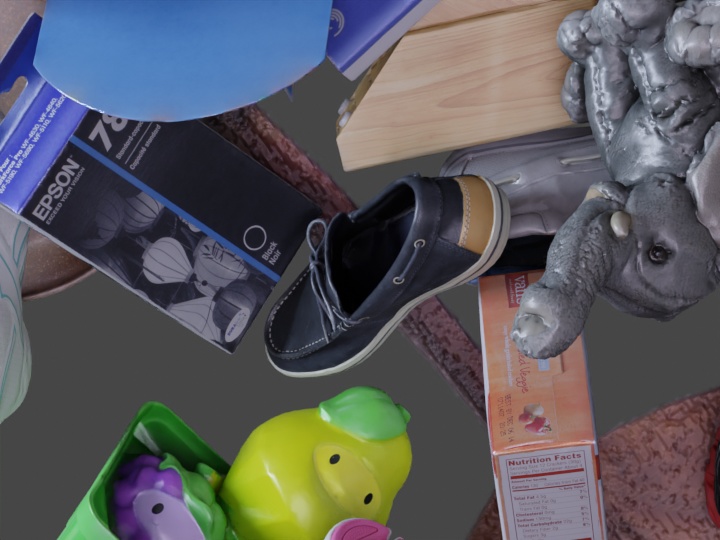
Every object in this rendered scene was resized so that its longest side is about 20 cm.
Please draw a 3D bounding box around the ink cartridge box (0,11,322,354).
[{"bbox_3d":[-0.122,-0.045,1.496,0.200,0.039,0.100,34,87,-30],"label":"ink cartridge box"}]

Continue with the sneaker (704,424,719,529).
[{"bbox_3d":[0.237,0.065,1.539,0.071,0.098,0.201,7,101,0],"label":"sneaker"}]

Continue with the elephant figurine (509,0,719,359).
[{"bbox_3d":[0.157,-0.032,1.408,0.155,0.142,0.201,0,71,6],"label":"elephant figurine"}]

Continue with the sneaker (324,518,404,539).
[{"bbox_3d":[0.031,0.221,1.475,0.200,0.074,0.087,47,135,-10],"label":"sneaker"}]

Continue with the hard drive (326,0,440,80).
[{"bbox_3d":[0.030,-0.215,1.476,0.200,0.025,0.132,-42,63,9],"label":"hard drive"}]

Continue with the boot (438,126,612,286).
[{"bbox_3d":[0.144,-0.034,1.507,0.199,0.096,0.074,-10,133,7],"label":"boot"}]

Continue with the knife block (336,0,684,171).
[{"bbox_3d":[0.104,-0.105,1.516,0.175,0.064,0.200,32,100,-6],"label":"knife block"}]

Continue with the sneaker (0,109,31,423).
[{"bbox_3d":[-0.212,-0.003,1.496,0.070,0.080,0.201,-4,104,2],"label":"sneaker"}]

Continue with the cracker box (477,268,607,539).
[{"bbox_3d":[0.102,0.116,1.490,0.057,0.134,0.200,-6,132,4],"label":"cracker box"}]

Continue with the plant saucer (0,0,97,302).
[{"bbox_3d":[-0.205,-0.082,1.533,0.200,0.037,0.201,0,106,-1],"label":"plant saucer"}]

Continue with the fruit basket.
[{"bbox_3d":[-0.055,0.157,1.544,0.215,0.156,0.216,5,116,11],"label":"fruit basket"}]

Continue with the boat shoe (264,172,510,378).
[{"bbox_3d":[0.000,0.000,1.497,0.062,0.200,0.075,13,61,-33],"label":"boat shoe"}]

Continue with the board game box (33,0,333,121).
[{"bbox_3d":[-0.085,-0.147,1.465,0.157,0.201,0.039,-2,144,12],"label":"board game box"}]
